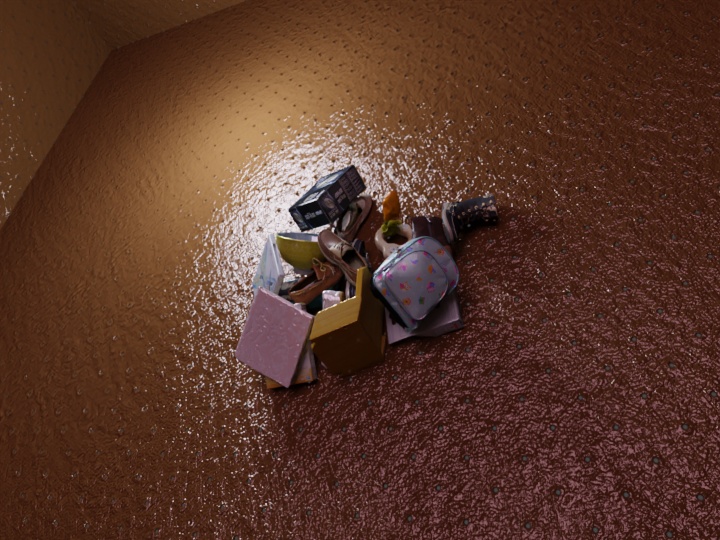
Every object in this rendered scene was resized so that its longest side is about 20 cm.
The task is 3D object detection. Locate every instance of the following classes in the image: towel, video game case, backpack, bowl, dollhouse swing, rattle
[{"bbox_3d":[-0.225,0.173,1.402,0.186,0.032,0.206,24,96,19],"label":"towel"},{"bbox_3d":[-0.276,0.029,1.579,0.021,0.204,0.185,6,38,-26],"label":"video game case"},{"bbox_3d":[0.139,0.019,1.302,0.199,0.153,0.177,-42,91,-13],"label":"backpack"},{"bbox_3d":[-0.158,-0.047,1.593,0.195,0.198,0.112,11,102,32],"label":"bowl"},{"bbox_3d":[-0.030,0.124,1.355,0.177,0.202,0.180,-21,49,10],"label":"dollhouse swing"},{"bbox_3d":[0.105,-0.095,1.478,0.126,0.145,0.203,17,39,-7],"label":"rattle"}]

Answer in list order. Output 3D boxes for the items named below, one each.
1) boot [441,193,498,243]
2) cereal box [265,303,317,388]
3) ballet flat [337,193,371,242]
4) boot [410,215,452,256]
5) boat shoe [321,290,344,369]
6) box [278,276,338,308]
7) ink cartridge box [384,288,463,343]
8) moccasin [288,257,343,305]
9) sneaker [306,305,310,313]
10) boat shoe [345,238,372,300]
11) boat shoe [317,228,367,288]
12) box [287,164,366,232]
[{"bbox_3d":[0.297,-0.146,1.447,0.145,0.075,0.201,-11,22,14],"label":"boot"},{"bbox_3d":[-0.199,0.201,1.429,0.139,0.039,0.207,-13,84,18],"label":"cereal box"},{"bbox_3d":[-0.018,-0.174,1.658,0.066,0.068,0.205,8,60,26],"label":"ballet flat"},{"bbox_3d":[0.152,-0.071,1.455,0.193,0.073,0.171,-1,55,-15],"label":"boot"},{"bbox_3d":[-0.088,0.152,1.400,0.067,0.071,0.208,9,95,8],"label":"boat shoe"},{"bbox_3d":[-0.162,0.066,1.567,0.193,0.050,0.084,-12,51,18],"label":"box"},{"bbox_3d":[0.160,0.101,1.390,0.195,0.050,0.166,-24,49,22],"label":"ink cartridge box"},{"bbox_3d":[-0.116,0.014,1.493,0.199,0.079,0.074,-36,37,-4],"label":"moccasin"},{"bbox_3d":[-0.217,0.177,1.516,0.196,0.076,0.089,-30,77,-7],"label":"sneaker"},{"bbox_3d":[0.000,0.000,1.517,0.060,0.075,0.206,-7,55,23],"label":"boat shoe"},{"bbox_3d":[-0.040,-0.045,1.449,0.075,0.075,0.200,-35,68,-26],"label":"boat shoe"},{"bbox_3d":[-0.103,-0.223,1.656,0.161,0.087,0.201,-8,32,49],"label":"box"}]
